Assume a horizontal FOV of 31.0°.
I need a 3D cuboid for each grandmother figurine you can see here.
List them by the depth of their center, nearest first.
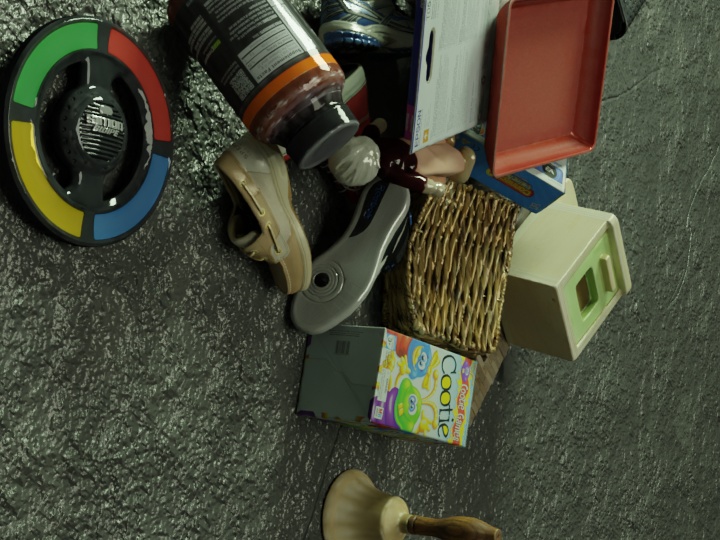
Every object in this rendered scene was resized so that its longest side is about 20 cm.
[{"bbox_3d":[0.043,-0.117,1.387,0.199,0.121,0.061,-7,126,-49],"label":"grandmother figurine"}]

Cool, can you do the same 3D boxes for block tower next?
[{"bbox_3d":[0.143,0.114,1.661,0.200,0.058,0.054,-57,133,-35],"label":"block tower"}]

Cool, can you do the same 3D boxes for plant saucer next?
[{"bbox_3d":[0.210,-0.221,1.486,0.199,0.037,0.201,-18,120,-43],"label":"plant saucer"}]

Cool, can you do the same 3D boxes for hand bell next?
[{"bbox_3d":[0.067,0.281,1.433,0.104,0.199,0.105,-1,91,-55],"label":"hand bell"}]

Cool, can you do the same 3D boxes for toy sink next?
[{"bbox_3d":[0.270,-0.005,1.662,0.200,0.112,0.131,-48,135,-32],"label":"toy sink"}]

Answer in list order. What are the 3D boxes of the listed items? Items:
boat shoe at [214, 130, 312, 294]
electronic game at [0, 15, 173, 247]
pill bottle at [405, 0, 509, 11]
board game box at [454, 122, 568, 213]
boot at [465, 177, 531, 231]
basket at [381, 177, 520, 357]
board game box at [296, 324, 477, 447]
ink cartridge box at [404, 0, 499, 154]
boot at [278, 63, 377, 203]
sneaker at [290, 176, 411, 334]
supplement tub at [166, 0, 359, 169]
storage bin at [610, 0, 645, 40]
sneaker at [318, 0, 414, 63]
[{"bbox_3d":[-0.103,-0.049,1.305,0.069,0.074,0.201,-31,132,-20],"label":"boat shoe"},{"bbox_3d":[-0.236,-0.121,1.134,0.199,0.041,0.202,-1,92,-54],"label":"electronic game"},{"bbox_3d":[0.121,-0.325,1.492,0.200,0.113,0.114,34,62,-28],"label":"pill bottle"},{"bbox_3d":[0.160,-0.198,1.567,0.199,0.056,0.197,28,49,-21],"label":"board game box"},{"bbox_3d":[0.165,-0.156,1.678,0.174,0.069,0.201,48,39,-30],"label":"boot"},{"bbox_3d":[0.088,0.003,1.576,0.142,0.149,0.201,16,76,-20],"label":"basket"},{"bbox_3d":[0.034,0.132,1.465,0.200,0.104,0.104,22,74,-52],"label":"board game box"},{"bbox_3d":[0.088,-0.238,1.360,0.200,0.043,0.198,-28,127,-56],"label":"ink cartridge box"},{"bbox_3d":[-0.037,-0.121,1.393,0.200,0.072,0.145,-45,127,-49],"label":"boot"},{"bbox_3d":[0.000,0.000,1.445,0.201,0.073,0.112,-56,162,-13],"label":"sneaker"},{"bbox_3d":[-0.087,-0.193,1.214,0.200,0.107,0.107,54,38,8],"label":"supplement tub"},{"bbox_3d":[0.302,-0.425,1.803,0.094,0.134,0.201,-53,131,-40],"label":"storage bin"},{"bbox_3d":[0.024,-0.286,1.471,0.200,0.077,0.086,-7,89,-56],"label":"sneaker"}]
